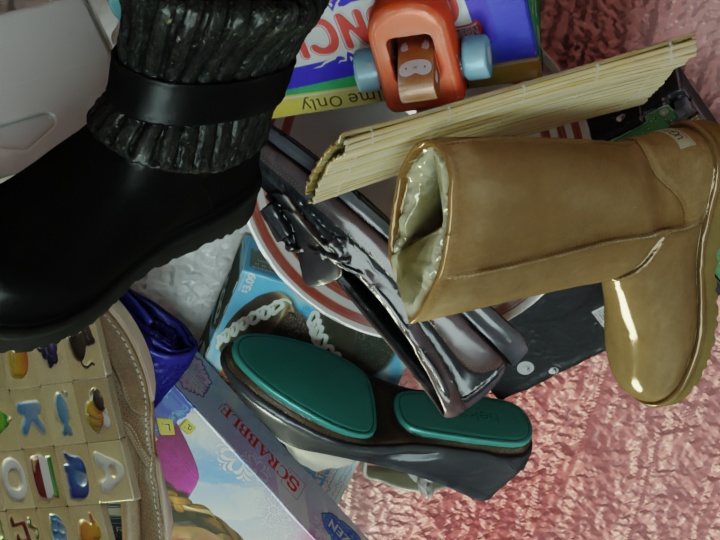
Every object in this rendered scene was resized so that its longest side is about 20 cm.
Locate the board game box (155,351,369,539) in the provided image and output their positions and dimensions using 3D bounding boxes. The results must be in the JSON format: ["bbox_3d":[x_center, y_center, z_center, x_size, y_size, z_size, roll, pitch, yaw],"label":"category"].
[{"bbox_3d":[-0.115,0.161,1.587,0.200,0.041,0.200,-35,103,34],"label":"board game box"}]

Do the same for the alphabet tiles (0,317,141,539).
[{"bbox_3d":[-0.186,0.081,1.438,0.006,0.167,0.200,-14,-177,-38],"label":"alphabet tiles"}]

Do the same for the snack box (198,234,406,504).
[{"bbox_3d":[-0.048,0.077,1.578,0.116,0.037,0.200,16,127,-12],"label":"snack box"}]

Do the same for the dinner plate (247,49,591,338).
[{"bbox_3d":[0.030,-0.057,1.450,0.200,0.024,0.201,3,108,9],"label":"dinner plate"}]

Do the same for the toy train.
[{"bbox_3d":[-0.040,-0.120,1.302,0.199,0.056,0.151,-3,127,10],"label":"toy train"}]

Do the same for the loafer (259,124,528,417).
[{"bbox_3d":[0.000,0.000,1.419,0.200,0.072,0.063,40,87,-9],"label":"loafer"}]

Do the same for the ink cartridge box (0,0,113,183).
[{"bbox_3d":[-0.222,-0.053,1.350,0.145,0.084,0.200,-20,172,-36],"label":"ink cartridge box"}]

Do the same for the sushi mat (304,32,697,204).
[{"bbox_3d":[0.070,-0.077,1.354,0.200,0.012,0.096,-17,170,-15],"label":"sushi mat"}]

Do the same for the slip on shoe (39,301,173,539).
[{"bbox_3d":[-0.153,0.093,1.453,0.076,0.061,0.200,0,120,16],"label":"slip on shoe"}]

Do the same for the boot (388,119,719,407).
[{"bbox_3d":[0.100,0.003,1.390,0.200,0.066,0.176,-10,114,-37],"label":"boot"}]

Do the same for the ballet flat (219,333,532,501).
[{"bbox_3d":[0.003,0.094,1.526,0.200,0.073,0.073,15,127,-20],"label":"ballet flat"}]

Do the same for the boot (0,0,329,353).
[{"bbox_3d":[-0.112,-0.065,1.216,0.079,0.211,0.158,41,139,18],"label":"boot"}]

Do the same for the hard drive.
[{"bbox_3d":[0.128,-0.019,1.505,0.200,0.038,0.140,-27,125,20],"label":"hard drive"}]

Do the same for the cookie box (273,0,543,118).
[{"bbox_3d":[-0.006,-0.184,1.332,0.171,0.075,0.200,-8,126,11],"label":"cookie box"}]

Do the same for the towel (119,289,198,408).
[{"bbox_3d":[-0.198,0.064,1.517,0.148,0.050,0.200,43,123,9],"label":"towel"}]
